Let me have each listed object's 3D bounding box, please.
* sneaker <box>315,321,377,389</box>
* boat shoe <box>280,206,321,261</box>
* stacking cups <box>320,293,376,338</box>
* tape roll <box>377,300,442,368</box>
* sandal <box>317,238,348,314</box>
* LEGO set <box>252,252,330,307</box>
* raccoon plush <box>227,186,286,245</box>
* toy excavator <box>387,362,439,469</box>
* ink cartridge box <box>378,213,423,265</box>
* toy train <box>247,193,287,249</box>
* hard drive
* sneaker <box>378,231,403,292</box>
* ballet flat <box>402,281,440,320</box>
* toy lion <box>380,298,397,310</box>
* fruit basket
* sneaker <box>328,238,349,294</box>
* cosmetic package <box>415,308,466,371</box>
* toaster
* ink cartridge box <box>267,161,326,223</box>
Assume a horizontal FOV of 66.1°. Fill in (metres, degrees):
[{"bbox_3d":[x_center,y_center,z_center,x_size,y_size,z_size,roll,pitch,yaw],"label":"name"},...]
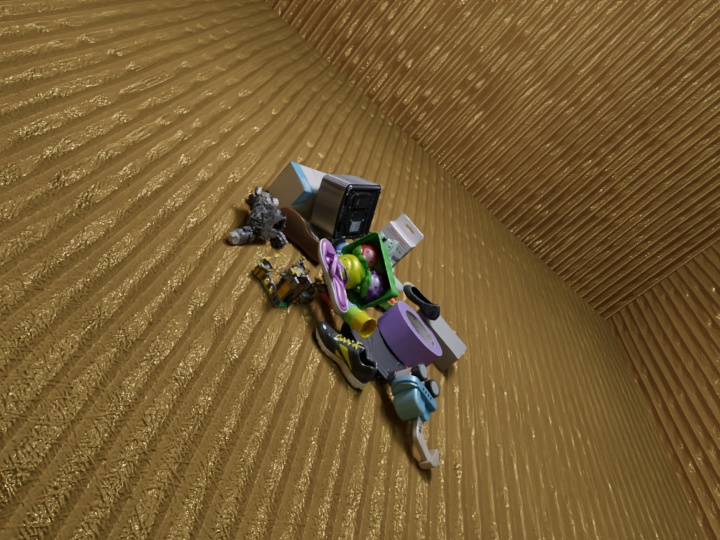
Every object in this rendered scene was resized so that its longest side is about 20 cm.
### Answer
[{"bbox_3d":[-0.030,0.200,1.404,0.200,0.085,0.074,49,26,6],"label":"sneaker"},{"bbox_3d":[-0.171,-0.108,1.648,0.201,0.070,0.070,51,11,-10],"label":"boat shoe"},{"bbox_3d":[-0.042,0.105,1.484,0.060,0.061,0.200,12,18,-48],"label":"stacking cups"},{"bbox_3d":[0.144,0.193,1.623,0.200,0.085,0.200,47,14,-15],"label":"tape roll"},{"bbox_3d":[-0.058,0.011,1.449,0.082,0.049,0.205,2,71,-62],"label":"sandal"},{"bbox_3d":[-0.165,0.010,1.431,0.199,0.116,0.155,12,42,-49],"label":"LEGO set"},{"bbox_3d":[-0.293,-0.156,1.491,0.134,0.097,0.199,47,35,22],"label":"raccoon plush"},{"bbox_3d":[0.141,0.368,1.398,0.195,0.099,0.201,54,32,-25],"label":"toy excavator"},{"bbox_3d":[0.101,-0.084,1.851,0.116,0.200,0.068,49,16,7],"label":"ink cartridge box"},{"bbox_3d":[-0.265,-0.140,1.593,0.201,0.034,0.046,57,18,21],"label":"toy train"},{"bbox_3d":[0.034,0.216,1.523,0.201,0.042,0.135,52,27,12],"label":"hard drive"},{"bbox_3d":[0.097,-0.031,1.785,0.201,0.118,0.074,50,7,-2],"label":"sneaker"},{"bbox_3d":[0.197,0.088,1.760,0.066,0.057,0.200,7,25,-33],"label":"ballet flat"},{"bbox_3d":[0.036,0.038,1.763,0.201,0.069,0.191,57,21,21],"label":"toy lion"},{"bbox_3d":[0.000,0.000,1.563,0.216,0.154,0.217,45,31,-38],"label":"fruit basket"},{"bbox_3d":[-0.061,-0.025,1.666,0.077,0.076,0.201,20,40,-48],"label":"sneaker"},{"bbox_3d":[0.242,0.213,1.787,0.201,0.090,0.107,54,28,8],"label":"cosmetic package"},{"bbox_3d":[-0.047,-0.189,1.691,0.118,0.183,0.199,27,22,31],"label":"toaster"},{"bbox_3d":[-0.167,-0.237,1.759,0.199,0.128,0.126,8,46,-51],"label":"ink cartridge box"}]
